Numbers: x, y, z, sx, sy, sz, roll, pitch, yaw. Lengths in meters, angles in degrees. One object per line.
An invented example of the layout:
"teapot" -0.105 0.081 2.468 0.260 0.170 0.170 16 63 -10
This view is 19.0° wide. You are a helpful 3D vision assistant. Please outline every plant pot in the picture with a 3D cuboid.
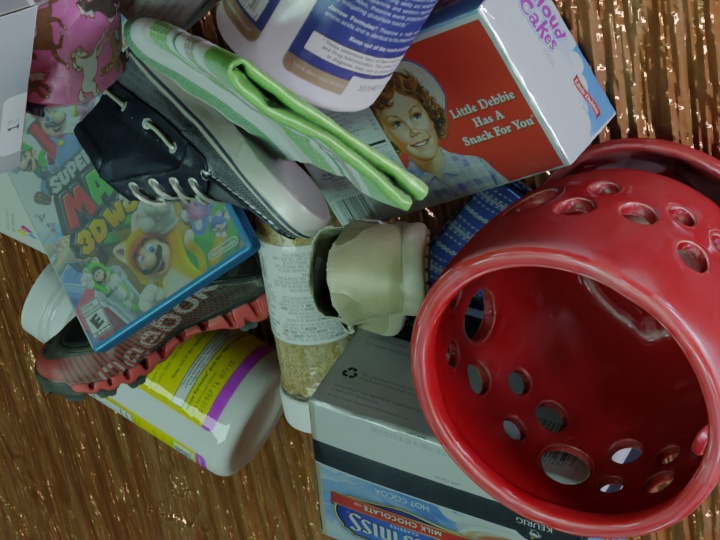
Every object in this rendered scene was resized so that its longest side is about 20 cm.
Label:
"plant pot" 0.152 0.029 1.287 0.199 0.183 0.201 14 127 20

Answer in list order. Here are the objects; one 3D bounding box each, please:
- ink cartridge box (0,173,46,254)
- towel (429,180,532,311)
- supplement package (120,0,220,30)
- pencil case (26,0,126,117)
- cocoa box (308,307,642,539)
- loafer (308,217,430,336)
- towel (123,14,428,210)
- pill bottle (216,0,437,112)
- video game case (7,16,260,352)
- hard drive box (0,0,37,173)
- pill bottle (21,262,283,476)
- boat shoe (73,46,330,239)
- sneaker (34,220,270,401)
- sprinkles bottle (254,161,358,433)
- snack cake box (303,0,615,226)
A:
"ink cartridge box" -0.191 -0.060 1.575 0.199 0.067 0.117 25 136 19
"towel" 0.097 0.030 1.462 0.145 0.024 0.200 41 139 0
"supplement package" -0.142 -0.259 1.336 0.200 0.110 0.114 45 138 -3
"pencil case" -0.195 -0.196 1.280 0.083 0.086 0.201 27 134 38
"cocoa box" 0.083 0.120 1.438 0.199 0.133 0.132 16 134 22
"loafer" 0.000 0.000 1.354 0.068 0.076 0.200 4 172 -7
"towel" -0.056 -0.092 1.259 0.149 0.031 0.200 32 180 -25
"pill bottle" 0.008 -0.201 1.237 0.111 0.111 0.200 36 115 7
"video game case" -0.170 -0.065 1.485 0.143 0.018 0.201 -33 75 19
"hard drive box" -0.272 -0.168 1.263 0.200 0.077 0.156 58 153 23
"pill bottle" -0.156 0.064 1.624 0.199 0.104 0.105 31 138 13
"boat shoe" -0.106 -0.064 1.408 0.093 0.075 0.200 -50 57 11
"sneaker" -0.148 0.019 1.525 0.071 0.200 0.098 61 176 47
"sprinkles bottle" -0.034 0.014 1.497 0.068 0.068 0.201 10 122 32
"snack cake box" 0.046 -0.107 1.353 0.199 0.067 0.115 -15 113 44
